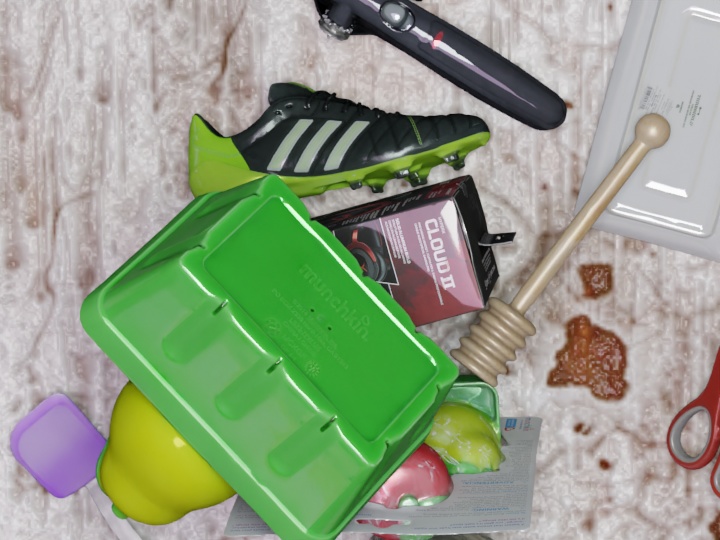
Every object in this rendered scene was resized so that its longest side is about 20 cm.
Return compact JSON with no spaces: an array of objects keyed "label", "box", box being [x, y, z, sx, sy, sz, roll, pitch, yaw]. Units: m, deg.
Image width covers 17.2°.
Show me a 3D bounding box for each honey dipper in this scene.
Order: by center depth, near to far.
[{"label":"honey dipper","box":[0.129,-0.017,1.495,0.038,0.038,0.200,37,88,1]}]

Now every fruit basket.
[{"label":"fruit basket","box":[-0.070,0.069,1.395,0.215,0.156,0.216,26,140,24]},{"label":"fruit basket","box":[0.020,0.132,1.491,0.184,0.200,0.094,-2,112,6]}]

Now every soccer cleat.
[{"label":"soccer cleat","box":[-0.017,-0.087,1.539,0.199,0.068,0.081,-11,83,8]}]

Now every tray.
[{"label":"tray","box":[0.209,-0.106,1.507,0.107,0.022,0.201,15,111,6]}]

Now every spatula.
[{"label":"spatula","box":[-0.160,0.173,1.605,0.056,0.021,0.200,-38,92,8]}]

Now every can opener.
[{"label":"can opener","box":[0.046,-0.149,1.521,0.200,0.063,0.079,36,99,2]}]

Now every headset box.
[{"label":"headset box","box":[0.000,0.000,1.502,0.199,0.149,0.075,-16,96,8]}]

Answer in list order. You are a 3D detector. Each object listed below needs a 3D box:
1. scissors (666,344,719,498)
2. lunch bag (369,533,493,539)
[{"label":"scissors","box":[0.247,0.048,1.522,0.073,0.014,0.201,26,108,40]},{"label":"lunch bag","box":[0.054,0.245,1.499,0.139,0.200,0.168,-33,93,9]}]
